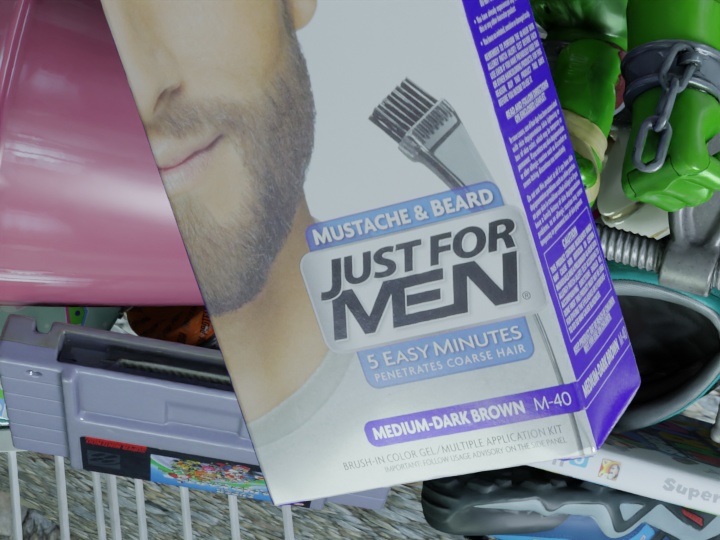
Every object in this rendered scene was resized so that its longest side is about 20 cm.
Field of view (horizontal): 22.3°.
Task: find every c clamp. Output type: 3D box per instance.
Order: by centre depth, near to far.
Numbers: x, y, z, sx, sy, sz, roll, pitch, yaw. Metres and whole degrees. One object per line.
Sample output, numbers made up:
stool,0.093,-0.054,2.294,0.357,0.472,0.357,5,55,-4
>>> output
c clamp,0.077,-0.039,0.718,0.200,0.171,0.027,21,-158,13

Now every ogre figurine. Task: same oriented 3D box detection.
ogre figurine,0.067,-0.081,0.631,0.098,0.120,0.200,20,173,-8

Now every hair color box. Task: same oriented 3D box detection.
hair color box,0.000,-0.038,0.537,0.109,0.065,0.200,-13,101,26

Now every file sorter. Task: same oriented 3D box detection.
file sorter,-0.152,0.147,1.087,0.139,0.125,0.200,-4,178,-45

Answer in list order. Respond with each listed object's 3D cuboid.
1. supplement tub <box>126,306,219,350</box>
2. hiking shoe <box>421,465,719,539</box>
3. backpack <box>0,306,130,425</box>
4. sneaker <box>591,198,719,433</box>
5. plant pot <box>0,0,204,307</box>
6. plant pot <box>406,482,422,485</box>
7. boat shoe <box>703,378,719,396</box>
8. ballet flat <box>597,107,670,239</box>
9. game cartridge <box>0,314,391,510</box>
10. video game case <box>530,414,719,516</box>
supplement tub,-0.048,0.051,1.174,0.122,0.123,0.200,5,152,48
hiking shoe,0.109,0.129,0.838,0.200,0.087,0.074,11,-171,-33
backpack,-0.200,-0.010,1.057,0.167,0.200,0.127,35,180,-17
sneaker,0.089,0.018,0.812,0.200,0.121,0.084,-6,123,28
plant pot,-0.133,-0.062,0.894,0.179,0.200,0.200,12,164,-7
plant pot,0.036,0.049,0.974,0.201,0.093,0.201,41,152,27
boat shoe,0.149,0.031,0.938,0.072,0.066,0.200,58,156,3
ballet flat,0.102,-0.047,0.775,0.200,0.071,0.069,7,149,44
game cartridge,-0.078,0.077,0.910,0.200,0.038,0.130,10,150,-2
video game case,0.150,0.085,0.834,0.200,0.018,0.143,15,-172,-3
